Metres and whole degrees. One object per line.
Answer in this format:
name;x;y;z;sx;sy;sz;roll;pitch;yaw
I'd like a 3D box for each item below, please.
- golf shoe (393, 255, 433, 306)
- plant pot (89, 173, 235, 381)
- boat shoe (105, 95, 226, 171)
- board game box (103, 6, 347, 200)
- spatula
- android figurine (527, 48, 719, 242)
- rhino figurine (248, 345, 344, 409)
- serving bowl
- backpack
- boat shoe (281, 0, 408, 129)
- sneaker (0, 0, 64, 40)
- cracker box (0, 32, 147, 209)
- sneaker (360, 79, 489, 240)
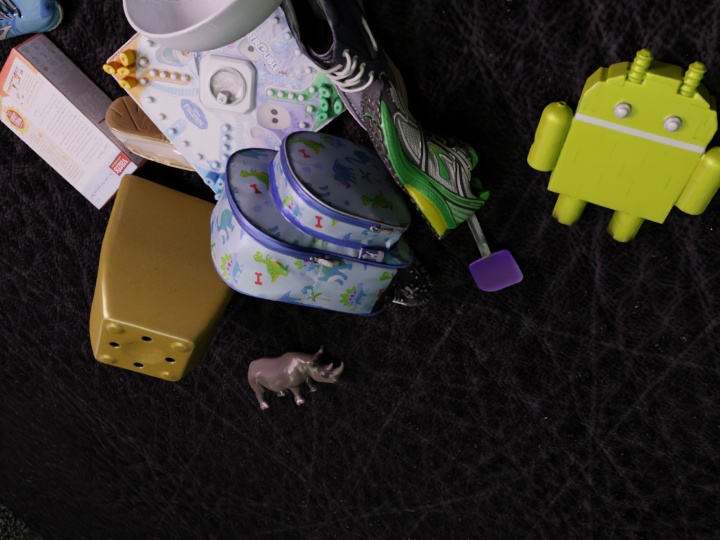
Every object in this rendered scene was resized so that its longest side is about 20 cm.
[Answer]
golf shoe;0.000;0.000;0.849;0.199;0.078;0.095;24;154;7
plant pot;-0.269;0.030;0.872;0.193;0.201;0.196;18;138;-16
boat shoe;-0.214;-0.161;0.804;0.198;0.074;0.069;18;159;-1
board game box;-0.148;-0.203;0.705;0.199;0.026;0.200;-32;112;19
spatula;0.134;-0.053;0.755;0.056;0.021;0.201;-23;115;16
android figurine;0.262;-0.117;0.622;0.181;0.041;0.201;20;138;9
rhino figurine;-0.108;0.173;1.059;0.199;0.060;0.088;-17;110;33
serving bowl;-0.120;-0.279;0.576;0.199;0.202;0.066;-6;159;31
backpack;-0.054;-0.059;0.690;0.198;0.184;0.148;6;132;-24
boat shoe;-0.016;-0.206;0.636;0.074;0.093;0.201;-12;124;29
sneaker;-0.439;-0.302;0.763;0.199;0.090;0.079;-6;127;29
cracker box;-0.389;-0.195;0.861;0.134;0.058;0.200;-28;113;41
sneaker;0.067;-0.124;0.661;0.085;0.078;0.200;-35;133;9
